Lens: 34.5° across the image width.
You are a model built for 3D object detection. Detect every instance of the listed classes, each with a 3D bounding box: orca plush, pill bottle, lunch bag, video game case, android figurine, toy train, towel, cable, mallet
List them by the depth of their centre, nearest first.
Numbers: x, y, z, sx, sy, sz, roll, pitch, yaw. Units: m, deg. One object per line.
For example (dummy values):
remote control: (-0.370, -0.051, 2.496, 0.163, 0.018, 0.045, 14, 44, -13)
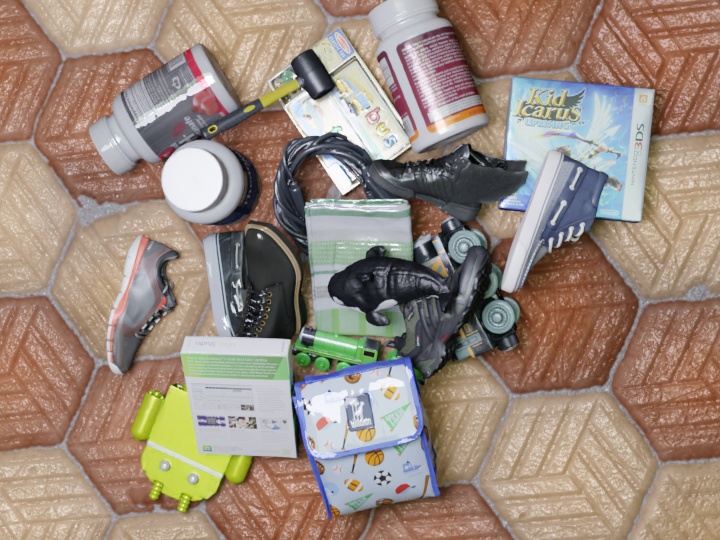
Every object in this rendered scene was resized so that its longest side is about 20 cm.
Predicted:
orca plush: (0.027, 0.025, 1.520, 0.199, 0.071, 0.107, 18, 98, 36)
lunch bag: (0.009, 0.219, 1.564, 0.168, 0.124, 0.202, -12, 117, 3)
pill bottle: (-0.205, -0.118, 1.573, 0.109, 0.200, 0.113, 0, 91, 6)
pill bottle: (0.089, -0.273, 1.587, 0.113, 0.114, 0.202, -21, 89, 5)
mallet: (-0.135, -0.242, 1.594, 0.198, 0.041, 0.066, -24, 86, -13)
video game case: (0.297, -0.167, 1.602, 0.197, 0.045, 0.184, 6, 90, 6)
toy train: (0.142, 0.029, 1.604, 0.113, 0.085, 0.202, -27, 88, 15)
towel: (0.000, 0.000, 1.604, 0.147, 0.031, 0.202, 1, 112, 10)
cable: (-0.042, -0.097, 1.617, 0.163, 0.051, 0.200, -38, 104, 22)
pill bottle: (-0.276, -0.220, 1.624, 0.199, 0.111, 0.111, -31, 88, 5)
toy train: (0.000, 0.121, 1.629, 0.198, 0.042, 0.057, 13, 120, 5)
android figurine: (-0.240, 0.244, 1.662, 0.180, 0.041, 0.202, 25, 91, 4)

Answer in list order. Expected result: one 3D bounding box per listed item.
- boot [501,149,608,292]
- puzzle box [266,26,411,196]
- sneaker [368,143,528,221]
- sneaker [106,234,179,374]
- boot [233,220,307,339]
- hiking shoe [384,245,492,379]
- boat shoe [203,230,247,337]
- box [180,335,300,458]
boot: (0.259, -0.055, 1.546, 0.089, 0.073, 0.202, 21, 87, 2)
puzzle box: (-0.025, -0.224, 1.642, 0.132, 0.025, 0.201, -35, 87, 5)
sneaker: (0.118, -0.135, 1.565, 0.198, 0.060, 0.105, 22, 121, -11)
sneaker: (-0.306, 0.055, 1.651, 0.081, 0.077, 0.202, 14, 93, -1)
boot: (-0.136, 0.048, 1.553, 0.077, 0.139, 0.201, 10, 135, 30)
hiking shoe: (0.100, 0.044, 1.545, 0.100, 0.076, 0.201, 32, 111, 15)
boat shoe: (-0.170, 0.040, 1.635, 0.070, 0.072, 0.202, -14, 87, 10)
box: (-0.158, 0.172, 1.559, 0.142, 0.037, 0.202, 2, 132, 4)
